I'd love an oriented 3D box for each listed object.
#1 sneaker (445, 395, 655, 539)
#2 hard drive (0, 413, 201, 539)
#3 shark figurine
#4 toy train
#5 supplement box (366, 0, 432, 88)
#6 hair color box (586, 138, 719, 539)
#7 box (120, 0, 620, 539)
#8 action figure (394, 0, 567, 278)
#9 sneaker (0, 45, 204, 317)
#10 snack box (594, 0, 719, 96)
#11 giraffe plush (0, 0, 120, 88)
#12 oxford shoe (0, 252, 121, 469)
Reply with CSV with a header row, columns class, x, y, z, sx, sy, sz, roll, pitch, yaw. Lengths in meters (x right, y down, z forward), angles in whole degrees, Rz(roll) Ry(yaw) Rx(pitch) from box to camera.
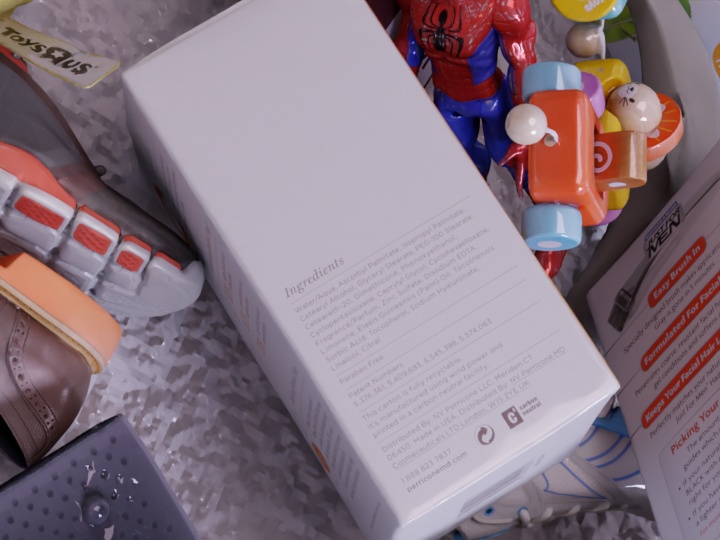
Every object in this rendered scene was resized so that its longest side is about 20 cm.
class,x,y,z,sx,sy,sz,roll,pitch,yaw
sneaker,0.074,0.087,0.957,0.200,0.075,0.087,26,73,-13
hard drive,-0.101,0.170,0.829,0.135,0.042,0.201,-33,105,-32
shark figurine,0.127,-0.079,0.979,0.089,0.128,0.215,-6,84,-75
toy train,0.099,-0.094,0.867,0.055,0.150,0.201,-2,71,15
supplement box,0.037,-0.189,0.922,0.200,0.061,0.109,-59,152,-8
hair color box,0.165,0.050,0.888,0.064,0.111,0.200,19,36,-27
box,0.000,0.000,0.854,0.097,0.124,0.200,-31,79,-9
action figure,0.048,-0.067,0.907,0.052,0.065,0.200,-56,150,-29
sneaker,-0.139,-0.055,0.860,0.200,0.077,0.082,33,58,-20
snack box,0.197,-0.095,1.018,0.053,0.142,0.200,-29,94,-44
giraffe plush,-0.176,-0.161,0.764,0.199,0.163,0.173,13,38,16
oxford shoe,-0.185,0.005,0.820,0.200,0.071,0.073,32,69,-20
